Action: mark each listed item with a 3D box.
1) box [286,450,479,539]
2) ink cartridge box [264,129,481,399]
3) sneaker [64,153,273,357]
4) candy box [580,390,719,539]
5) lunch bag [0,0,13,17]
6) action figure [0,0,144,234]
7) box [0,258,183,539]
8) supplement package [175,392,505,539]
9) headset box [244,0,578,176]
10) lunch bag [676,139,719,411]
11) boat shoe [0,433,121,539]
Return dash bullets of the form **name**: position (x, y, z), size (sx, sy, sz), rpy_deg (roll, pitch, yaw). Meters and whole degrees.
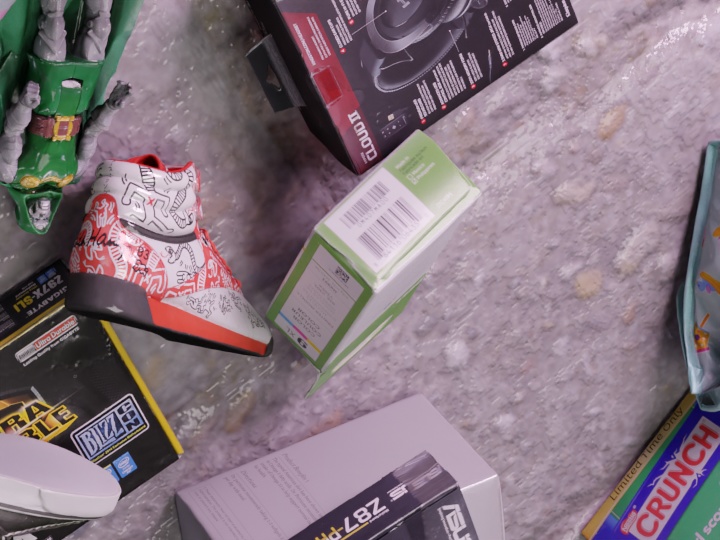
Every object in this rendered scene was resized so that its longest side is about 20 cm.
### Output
- **box**: position (0.014, 0.239, 1.607), size (0.161, 0.049, 0.201), rpy_deg (-32, 130, -15)
- **ink cartridge box**: position (0.000, 0.000, 1.560), size (0.104, 0.059, 0.200), rpy_deg (-43, 173, -26)
- **sneaker**: position (-0.108, -0.010, 1.524), size (0.201, 0.067, 0.109), rpy_deg (20, 78, -58)
- **candy box**: position (0.287, 0.194, 1.801), size (0.077, 0.200, 0.170), rpy_deg (32, 97, -38)
- **lunch bag**: position (-0.285, -0.187, 1.274), size (0.200, 0.122, 0.171), rpy_deg (36, 98, -30)
- **action figure**: position (-0.179, -0.112, 1.436), size (0.117, 0.055, 0.201), rpy_deg (-4, 122, -33)
- **box**: position (-0.232, 0.111, 1.536), size (0.199, 0.049, 0.160), rpy_deg (-34, 131, -10)
- **supplement package**: position (-0.011, 0.191, 1.672), size (0.199, 0.117, 0.118), rpy_deg (-21, 125, -19)
- **headset box**: position (0.020, -0.170, 1.506), size (0.199, 0.077, 0.149), rpy_deg (-35, 129, -8)
- **lunch bag**: position (0.329, 0.007, 1.771), size (0.169, 0.122, 0.202), rpy_deg (-5, 114, -30)
- **boat shoe**: position (-0.246, 0.139, 1.471), size (0.199, 0.071, 0.064), rpy_deg (9, 111, -26)
